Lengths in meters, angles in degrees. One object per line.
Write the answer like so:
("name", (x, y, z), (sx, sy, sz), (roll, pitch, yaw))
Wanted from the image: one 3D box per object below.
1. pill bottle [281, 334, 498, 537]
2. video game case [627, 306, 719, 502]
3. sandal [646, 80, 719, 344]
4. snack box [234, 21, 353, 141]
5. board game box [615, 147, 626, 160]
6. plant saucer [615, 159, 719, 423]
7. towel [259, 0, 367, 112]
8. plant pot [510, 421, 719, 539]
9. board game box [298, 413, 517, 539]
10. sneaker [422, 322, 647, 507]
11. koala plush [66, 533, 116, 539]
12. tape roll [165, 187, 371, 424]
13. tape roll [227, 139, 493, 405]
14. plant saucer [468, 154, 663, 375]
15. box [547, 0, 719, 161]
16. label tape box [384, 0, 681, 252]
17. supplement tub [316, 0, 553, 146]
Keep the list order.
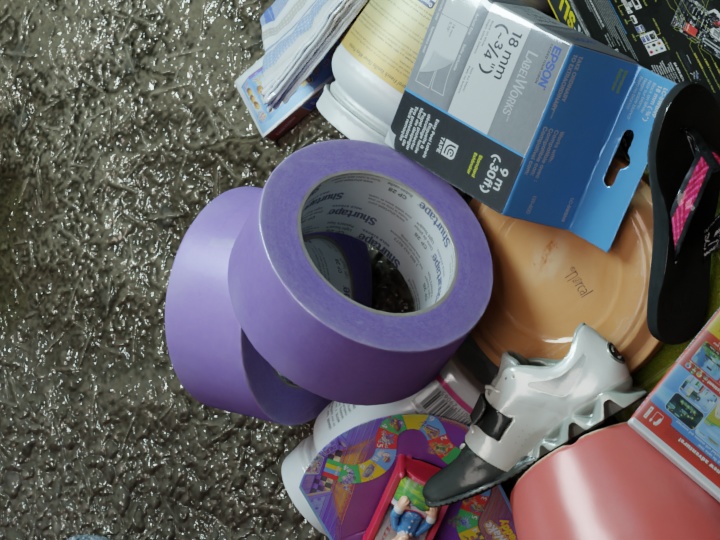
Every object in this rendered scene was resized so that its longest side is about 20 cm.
("pill bottle", (0.031, 0.140, 1.327), (0.200, 0.113, 0.114), (-43, 64, 20))
("video game case", (0.317, 0.084, 1.140), (0.143, 0.017, 0.200), (40, 81, 9))
("sandal", (0.254, -0.041, 1.144), (0.045, 0.075, 0.202), (16, 109, 56))
("snack box", (-0.034, -0.213, 1.462), (0.200, 0.024, 0.072), (-38, 67, 23))
("board game box", (0.262, -0.065, 1.259), (0.199, 0.030, 0.096), (-7, 81, 34))
("plant saucer", (0.236, 0.012, 1.230), (0.200, 0.048, 0.200), (-41, 72, 27))
("towel", (-0.045, -0.243, 1.401), (0.147, 0.024, 0.201), (-48, 24, 23))
("plant pot", (0.212, 0.226, 1.167), (0.200, 0.200, 0.178), (-37, 57, 23))
("board game box", (0.046, 0.215, 1.277), (0.157, 0.039, 0.201), (-22, 115, 12))
("sneaker", (0.122, 0.114, 1.206), (0.199, 0.074, 0.089), (-35, 82, 15))
("koala plush", (-0.294, 0.338, 1.455), (0.183, 0.199, 0.178), (33, 102, 31))
("tape roll", (-0.078, 0.030, 1.348), (0.084, 0.200, 0.202), (10, 89, 31))
("tape roll", (0.000, 0.000, 1.210), (0.201, 0.199, 0.085), (60, 144, 22))
("plant saucer", (0.163, -0.001, 1.228), (0.199, 0.032, 0.202), (2, 94, 31))
("box", (0.249, -0.204, 1.224), (0.159, 0.049, 0.201), (-20, 70, -10))
("label tape box", (0.129, -0.122, 1.185), (0.199, 0.063, 0.145), (34, 112, 34))
("supplement tub", (0.064, -0.195, 1.328), (0.144, 0.144, 0.201), (42, 105, 29))
